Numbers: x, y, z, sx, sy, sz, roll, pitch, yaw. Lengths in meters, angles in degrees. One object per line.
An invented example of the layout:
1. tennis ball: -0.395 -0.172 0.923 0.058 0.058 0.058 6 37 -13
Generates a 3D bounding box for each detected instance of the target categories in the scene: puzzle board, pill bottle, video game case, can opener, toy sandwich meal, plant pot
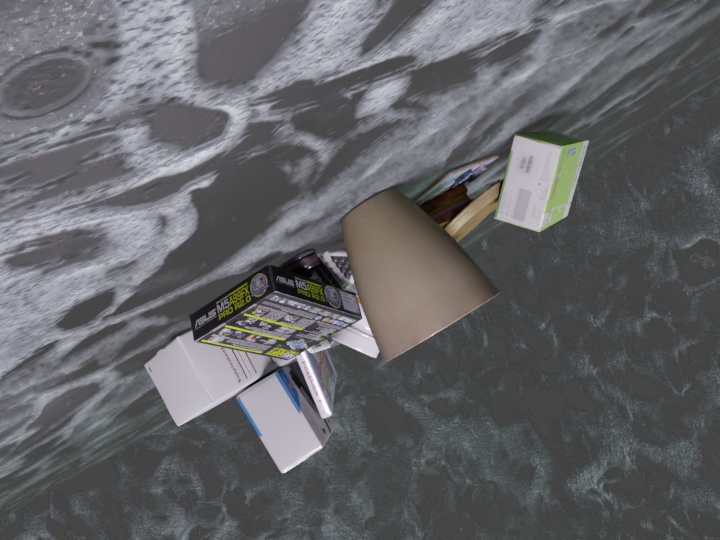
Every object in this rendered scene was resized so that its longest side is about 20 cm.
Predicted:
1. puzzle board: 0.133 -0.129 1.285 0.150 0.017 0.200 -26 172 -45
2. pill bottle: 0.029 0.034 1.210 0.111 0.111 0.201 66 48 -84
3. video game case: -0.087 0.143 1.330 0.023 0.183 0.200 -21 -168 6
4. can opener: -0.048 0.098 1.264 0.067 0.053 0.200 -41 168 19
5. toy sandwich meal: 0.169 -0.105 1.301 0.205 0.070 0.205 -40 171 -7
6. plant pot: 0.061 -0.006 1.033 0.187 0.201 0.187 -31 175 -3

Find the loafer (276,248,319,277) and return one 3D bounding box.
1. loafer: -0.118 0.035 1.127 0.200 0.063 0.072 -36 172 41

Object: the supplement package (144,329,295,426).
1. supplement package: -0.229 0.149 1.231 0.121 0.120 0.200 -35 173 41

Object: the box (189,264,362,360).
1. box: -0.118 0.067 1.074 0.160 0.044 0.200 -30 150 27

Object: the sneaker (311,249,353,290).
1. sneaker: -0.057 0.005 1.203 0.081 0.075 0.200 -36 -173 -40

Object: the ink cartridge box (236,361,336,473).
1. ink cartridge box: -0.121 0.244 1.276 0.084 0.145 0.200 -32 176 3

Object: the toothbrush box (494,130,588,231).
1. toothbrush box: 0.316 -0.160 1.286 0.200 0.086 0.146 -22 127 -58
